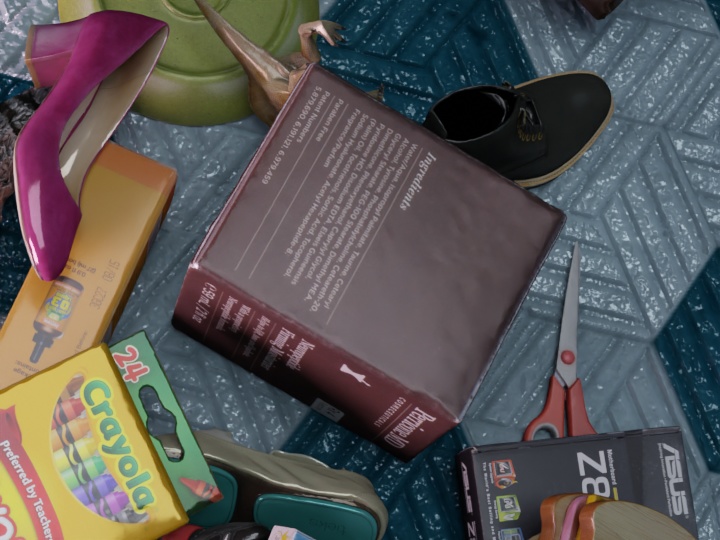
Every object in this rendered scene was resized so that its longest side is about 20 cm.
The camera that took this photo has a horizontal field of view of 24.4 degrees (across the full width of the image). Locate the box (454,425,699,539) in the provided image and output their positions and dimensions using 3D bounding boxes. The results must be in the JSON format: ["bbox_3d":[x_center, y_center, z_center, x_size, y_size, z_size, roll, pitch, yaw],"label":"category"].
[{"bbox_3d":[0.157,0.216,1.152,0.159,0.049,0.202,-3,78,-16],"label":"box"}]

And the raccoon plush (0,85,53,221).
[{"bbox_3d":[-0.243,-0.046,1.136,0.199,0.097,0.135,-29,88,-20],"label":"raccoon plush"}]

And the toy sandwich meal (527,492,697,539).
[{"bbox_3d":[0.161,0.246,1.059,0.203,0.070,0.207,13,67,-31],"label":"toy sandwich meal"}]

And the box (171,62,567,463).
[{"bbox_3d":[0.000,0.000,1.127,0.199,0.166,0.165,30,71,-1],"label":"box"}]

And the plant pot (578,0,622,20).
[{"bbox_3d":[0.173,-0.313,1.267,0.200,0.200,0.199,-43,94,-21],"label":"plant pot"}]

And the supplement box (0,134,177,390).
[{"bbox_3d":[-0.193,0.014,1.137,0.066,0.069,0.201,24,67,-3],"label":"supplement box"}]

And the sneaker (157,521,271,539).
[{"bbox_3d":[-0.078,0.248,1.052,0.097,0.071,0.202,-19,59,20],"label":"sneaker"}]

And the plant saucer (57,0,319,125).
[{"bbox_3d":[-0.125,-0.207,1.242,0.198,0.031,0.202,4,72,-12],"label":"plant saucer"}]

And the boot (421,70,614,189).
[{"bbox_3d":[0.118,-0.109,1.206,0.199,0.138,0.078,-29,80,-20],"label":"boot"}]

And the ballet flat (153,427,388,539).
[{"bbox_3d":[-0.077,0.143,1.127,0.198,0.069,0.070,16,69,-9],"label":"ballet flat"}]

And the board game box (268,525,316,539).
[{"bbox_3d":[0.006,0.262,1.032,0.199,0.034,0.135,31,73,-22],"label":"board game box"}]

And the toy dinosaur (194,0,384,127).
[{"bbox_3d":[-0.050,-0.133,1.180,0.200,0.101,0.058,45,52,-18],"label":"toy dinosaur"}]

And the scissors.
[{"bbox_3d":[0.144,0.075,1.218,0.072,0.014,0.202,-4,75,-11],"label":"scissors"}]

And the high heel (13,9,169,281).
[{"bbox_3d":[-0.175,-0.086,1.107,0.095,0.068,0.202,-5,56,3],"label":"high heel"}]

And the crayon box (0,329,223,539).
[{"bbox_3d":[-0.195,0.130,1.036,0.199,0.051,0.128,-27,89,-17],"label":"crayon box"}]
